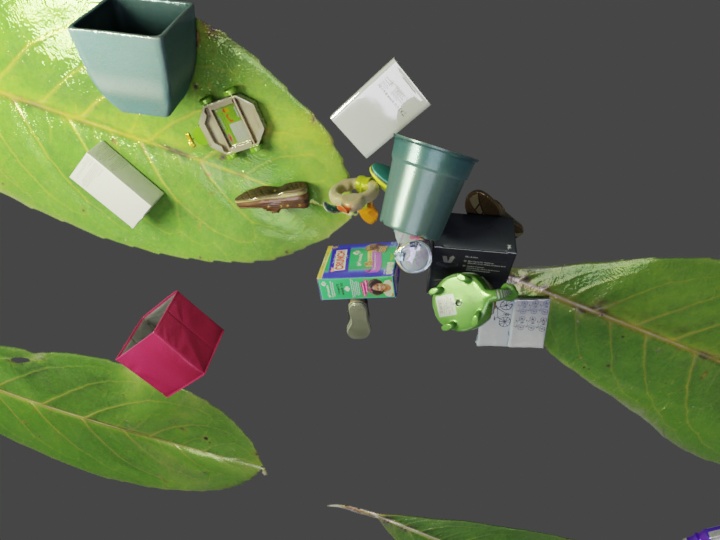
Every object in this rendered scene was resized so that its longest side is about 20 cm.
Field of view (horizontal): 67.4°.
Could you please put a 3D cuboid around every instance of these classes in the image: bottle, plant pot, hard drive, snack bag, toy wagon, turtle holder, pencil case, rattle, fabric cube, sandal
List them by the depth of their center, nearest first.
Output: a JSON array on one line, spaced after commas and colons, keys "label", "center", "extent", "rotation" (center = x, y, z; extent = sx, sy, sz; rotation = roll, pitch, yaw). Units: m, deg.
[{"label": "plant pot", "center": [-0.468, -0.454, 1.174], "extent": [0.193, 0.198, 0.201], "rotation": [7, 135, 4]}, {"label": "plant pot", "center": [0.139, -0.184, 1.218], "extent": [0.198, 0.200, 0.198], "rotation": [17, 103, -4]}, {"label": "hard drive", "center": [0.045, -0.370, 1.246], "extent": [0.199, 0.027, 0.132], "rotation": [-35, 113, 27]}, {"label": "turtle holder", "center": [0.267, 0.062, 1.290], "extent": [0.186, 0.131, 0.141], "rotation": [-49, 64, 28]}, {"label": "rattle", "center": [-0.022, -0.138, 1.310], "extent": [0.129, 0.201, 0.144], "rotation": [11, 126, 1]}, {"label": "toy wagon", "center": [-0.332, -0.350, 1.311], "extent": [0.198, 0.040, 0.156], "rotation": [-12, 122, 17]}, {"label": "pencil case", "center": [0.128, -0.067, 1.338], "extent": [0.090, 0.200, 0.084], "rotation": [-9, 114, 8]}, {"label": "sandal", "center": [0.332, -0.143, 1.347], "extent": [0.199, 0.054, 0.080], "rotation": [29, 138, -30]}, {"label": "snack bag", "center": [0.434, 0.151, 1.551], "extent": [0.197, 0.021, 0.190], "rotation": [1, 125, 8]}, {"label": "fabric cube", "center": [-0.574, 0.224, 1.648], "extent": [0.195, 0.201, 0.199], "rotation": [-33, 116, 26]}, {"label": "bottle", "center": [1.288, 0.978, 1.967], "extent": [0.199, 0.066, 0.084], "rotation": [-30, 117, 26]}]

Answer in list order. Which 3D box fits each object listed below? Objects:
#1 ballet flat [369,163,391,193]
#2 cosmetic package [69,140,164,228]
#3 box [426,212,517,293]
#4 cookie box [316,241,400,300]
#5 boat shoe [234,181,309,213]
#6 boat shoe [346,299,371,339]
[{"label": "ballet flat", "center": [0.106, -0.196, 1.338], "extent": [0.198, 0.067, 0.067], "rotation": [22, 139, -8]}, {"label": "cosmetic package", "center": [-0.637, -0.223, 1.416], "extent": [0.107, 0.085, 0.200], "rotation": [-35, 114, 28]}, {"label": "box", "center": [0.273, -0.034, 1.359], "extent": [0.194, 0.118, 0.201], "rotation": [5, 144, 4]}, {"label": "cookie box", "center": [0.000, 0.000, 1.422], "extent": [0.197, 0.172, 0.076], "rotation": [-4, 122, 11]}, {"label": "boat shoe", "center": [-0.226, -0.178, 1.393], "extent": [0.197, 0.072, 0.068], "rotation": [-6, 122, 10]}, {"label": "boat shoe", "center": [-0.005, 0.136, 1.585], "extent": [0.074, 0.063, 0.201], "rotation": [1, 140, 2]}]
